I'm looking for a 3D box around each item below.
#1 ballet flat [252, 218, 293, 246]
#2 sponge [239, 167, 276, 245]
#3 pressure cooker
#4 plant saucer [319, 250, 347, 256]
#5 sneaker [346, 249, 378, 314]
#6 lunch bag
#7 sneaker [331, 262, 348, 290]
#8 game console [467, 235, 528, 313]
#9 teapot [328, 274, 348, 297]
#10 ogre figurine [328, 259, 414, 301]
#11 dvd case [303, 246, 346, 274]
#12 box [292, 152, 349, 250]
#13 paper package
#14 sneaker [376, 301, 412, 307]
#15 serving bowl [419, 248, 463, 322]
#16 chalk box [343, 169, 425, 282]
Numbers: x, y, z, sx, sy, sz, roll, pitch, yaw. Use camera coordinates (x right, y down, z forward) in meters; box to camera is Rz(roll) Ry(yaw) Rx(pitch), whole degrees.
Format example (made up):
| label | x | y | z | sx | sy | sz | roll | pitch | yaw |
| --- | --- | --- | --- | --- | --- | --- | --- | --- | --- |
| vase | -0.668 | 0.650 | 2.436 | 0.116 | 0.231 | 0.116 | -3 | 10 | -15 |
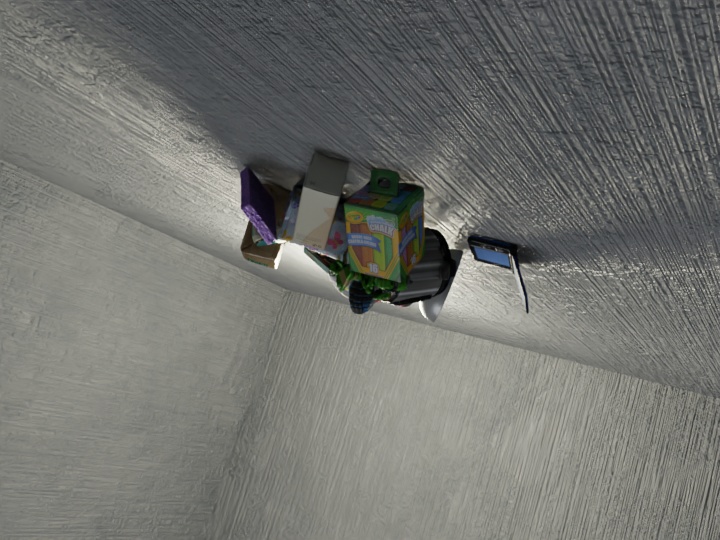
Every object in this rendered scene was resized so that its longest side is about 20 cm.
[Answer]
| label | x | y | z | sx | sy | sz | roll | pitch | yaw |
| --- | --- | --- | --- | --- | --- | --- | --- | --- | --- |
| ballet flat | -0.179 | -0.099 | 1.701 | 0.198 | 0.063 | 0.067 | -4 | 162 | -41 |
| sponge | -0.240 | -0.154 | 1.613 | 0.112 | 0.030 | 0.201 | 54 | -168 | -32 |
| pressure cooker | 0.127 | -0.016 | 1.644 | 0.198 | 0.177 | 0.179 | -6 | 148 | -28 |
| plant saucer | -0.015 | -0.079 | 1.820 | 0.197 | 0.038 | 0.200 | -14 | 176 | -1 |
| sneaker | 0.000 | 0.000 | 1.617 | 0.074 | 0.203 | 0.087 | 1 | -172 | -19 |
| lunch bag | -0.100 | -0.129 | 1.644 | 0.168 | 0.128 | 0.200 | 21 | -161 | -8 |
| sneaker | -0.023 | 0.023 | 1.802 | 0.104 | 0.077 | 0.199 | -15 | 168 | 41 |
| game console | 0.334 | 0.012 | 1.651 | 0.169 | 0.120 | 0.200 | 15 | 170 | 18 |
| teapot | 0.001 | -0.009 | 2.166 | 0.200 | 0.146 | 0.197 | 44 | 144 | -8 |
| ogre figurine | 0.031 | 0.014 | 1.491 | 0.119 | 0.100 | 0.199 | 4 | 167 | -38 |
| dvd case | -0.041 | -0.045 | 1.931 | 0.198 | 0.022 | 0.146 | -11 | -148 | -32 |
| box | -0.086 | -0.140 | 1.429 | 0.077 | 0.096 | 0.201 | 16 | 149 | -3 |
| paper package | -0.241 | -0.113 | 1.822 | 0.102 | 0.193 | 0.200 | 19 | 173 | -5 |
| sneaker | 0.056 | 0.032 | 1.767 | 0.198 | 0.079 | 0.096 | 15 | -142 | -36 |
| serving bowl | 0.199 | 0.030 | 1.787 | 0.065 | 0.202 | 0.200 | 23 | 172 | 2 |
| chalk box | 0.050 | -0.101 | 1.378 | 0.123 | 0.124 | 0.202 | 13 | 127 | 28 |
